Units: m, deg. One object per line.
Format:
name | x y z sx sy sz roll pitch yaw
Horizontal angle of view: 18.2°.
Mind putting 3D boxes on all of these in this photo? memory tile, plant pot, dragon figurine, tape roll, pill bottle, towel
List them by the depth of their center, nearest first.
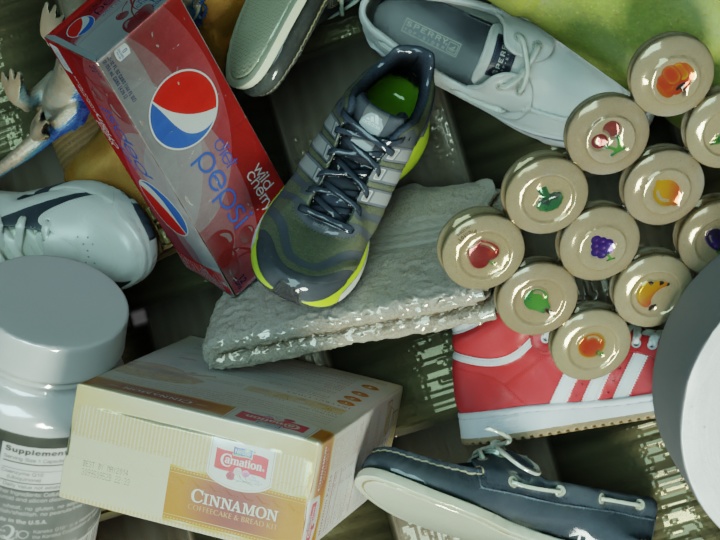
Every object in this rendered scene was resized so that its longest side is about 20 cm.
memory tile | 0.157 -0.033 1.312 0.200 0.017 0.153 -43 119 13
tape roll | 0.276 0.072 1.331 0.199 0.066 0.202 -2 110 -6
plant pot | 0.189 -0.180 1.355 0.184 0.200 0.200 43 98 -1
towel | 0.000 0.000 1.412 0.199 0.133 0.035 -12 122 17
dragon figurine | -0.169 -0.118 1.425 0.059 0.099 0.201 47 120 30
pill bottle | -0.210 0.097 1.428 0.113 0.114 0.201 24 125 13

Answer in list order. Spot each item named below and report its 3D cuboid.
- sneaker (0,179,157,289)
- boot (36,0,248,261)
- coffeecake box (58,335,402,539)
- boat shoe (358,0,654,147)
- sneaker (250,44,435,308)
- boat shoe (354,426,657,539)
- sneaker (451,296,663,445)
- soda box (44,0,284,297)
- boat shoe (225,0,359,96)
sneaker | -0.239 -0.010 1.447 0.198 0.129 0.080 16 120 26
boot | -0.105 -0.096 1.479 0.201 0.071 0.145 -33 88 14
coffeecake box | -0.075 0.103 1.389 0.152 0.200 0.074 13 99 13
boat shoe | 0.089 -0.129 1.428 0.199 0.065 0.074 18 92 14
sneaker | -0.008 -0.063 1.371 0.073 0.081 0.201 23 54 3
boat shoe | 0.093 0.139 1.392 0.199 0.075 0.062 18 74 -11
sneaker | 0.148 0.039 1.407 0.199 0.071 0.113 -11 89 15
soda box | -0.110 -0.082 1.379 0.070 0.201 0.063 -43 41 -18
boat shoe | -0.019 -0.190 1.428 0.068 0.072 0.201 38 69 -29
